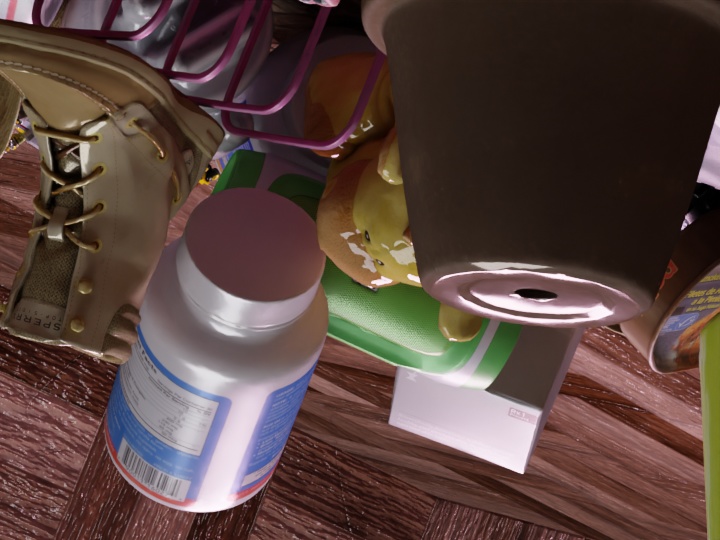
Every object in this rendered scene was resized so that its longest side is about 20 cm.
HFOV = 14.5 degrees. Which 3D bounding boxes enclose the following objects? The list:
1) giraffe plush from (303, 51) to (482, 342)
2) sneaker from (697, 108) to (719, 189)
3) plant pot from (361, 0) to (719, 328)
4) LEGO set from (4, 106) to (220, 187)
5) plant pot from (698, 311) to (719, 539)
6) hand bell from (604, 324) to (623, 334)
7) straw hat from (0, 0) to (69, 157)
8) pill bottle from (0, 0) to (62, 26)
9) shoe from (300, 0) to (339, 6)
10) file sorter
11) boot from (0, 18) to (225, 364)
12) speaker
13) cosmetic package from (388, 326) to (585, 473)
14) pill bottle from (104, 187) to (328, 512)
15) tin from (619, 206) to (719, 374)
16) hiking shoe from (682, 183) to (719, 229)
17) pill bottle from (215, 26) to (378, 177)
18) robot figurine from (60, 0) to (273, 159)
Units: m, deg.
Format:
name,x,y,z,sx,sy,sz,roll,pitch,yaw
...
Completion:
name,x,y,z,sx,sy,sz,roll,pitch,yaw
giraffe plush,0.042,-0.044,1.582,0.173,0.162,0.200,41,130,-10
sneaker,0.205,-0.063,1.548,0.146,0.077,0.202,-5,145,47
plant pot,0.090,-0.069,1.371,0.200,0.175,0.200,7,166,2
LEGO set,-0.199,-0.107,1.915,0.200,0.116,0.154,52,-174,11
plant pot,0.297,0.090,1.618,0.181,0.199,0.200,-2,-175,21
hand bell,0.228,0.000,1.963,0.104,0.104,0.200,17,-177,25
straw hat,-0.229,-0.165,1.807,0.085,0.201,0.201,-11,-168,-36
pill bottle,-0.261,-0.218,1.649,0.200,0.109,0.109,22,171,0
shoe,-0.079,-0.204,1.368,0.200,0.091,0.071,25,170,-22
file sorter,-0.089,-0.162,1.530,0.200,0.126,0.139,28,169,-37
boot,-0.155,-0.039,1.504,0.073,0.156,0.200,18,172,26
speaker,0.000,0.000,1.731,0.200,0.089,0.088,25,171,-8
cosmetic package,0.102,0.029,1.948,0.107,0.200,0.090,22,146,9
pill bottle,-0.081,0.045,1.659,0.112,0.112,0.200,21,139,-1
tin,0.232,0.006,1.722,0.200,0.112,0.042,-6,-130,-51
hiking shoe,0.192,-0.065,1.702,0.087,0.074,0.200,46,-173,28
pill bottle,-0.025,-0.095,1.815,0.112,0.112,0.200,23,171,-11
robot figurine,-0.121,-0.146,1.735,0.170,0.113,0.200,62,165,-4
